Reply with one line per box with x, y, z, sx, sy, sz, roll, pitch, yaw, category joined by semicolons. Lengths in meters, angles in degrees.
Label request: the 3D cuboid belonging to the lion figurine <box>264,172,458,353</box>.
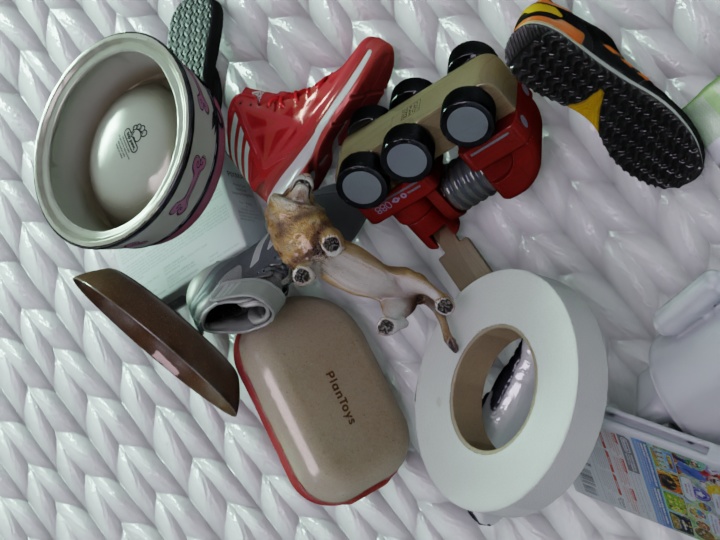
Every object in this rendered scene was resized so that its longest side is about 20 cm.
0.000;0.000;1.189;0.199;0.123;0.073;37;98;-9;lion figurine

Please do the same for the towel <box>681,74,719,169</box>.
0.367;-0.097;1.092;0.149;0.031;0.201;-43;78;25;towel

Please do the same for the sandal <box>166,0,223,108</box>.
-0.159;-0.166;1.322;0.075;0.048;0.203;0;73;35;sandal

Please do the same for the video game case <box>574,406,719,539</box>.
0.251;0.171;1.121;0.199;0.018;0.144;18;149;35;video game case

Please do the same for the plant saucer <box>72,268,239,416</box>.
-0.184;0.061;1.286;0.199;0.201;0.035;36;76;18;plant saucer

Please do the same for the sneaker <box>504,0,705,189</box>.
0.212;-0.155;1.142;0.199;0.090;0.070;36;131;-10;sneaker

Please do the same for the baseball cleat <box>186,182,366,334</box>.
-0.067;-0.002;1.258;0.199;0.107;0.070;-36;120;3;baseball cleat

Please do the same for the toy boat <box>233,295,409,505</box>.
-0.050;0.127;1.304;0.131;0.130;0.202;-33;81;56;toy boat

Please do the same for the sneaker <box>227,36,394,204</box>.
-0.061;-0.156;1.276;0.115;0.078;0.201;42;113;14;sneaker

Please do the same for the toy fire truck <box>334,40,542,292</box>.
0.095;-0.065;1.201;0.175;0.129;0.200;-29;121;28;toy fire truck

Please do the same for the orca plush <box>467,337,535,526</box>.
0.120;0.122;1.229;0.071;0.104;0.202;34;128;55;orca plush

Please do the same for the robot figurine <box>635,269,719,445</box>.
0.310;0.070;1.094;0.169;0.113;0.200;39;123;-19;robot figurine

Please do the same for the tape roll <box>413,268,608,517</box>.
0.119;0.100;1.127;0.202;0.037;0.205;-26;57;49;tape roll

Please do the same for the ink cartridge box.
-0.187;-0.072;1.382;0.159;0.047;0.202;-30;67;28;ink cartridge box

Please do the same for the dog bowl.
-0.208;-0.111;1.264;0.198;0.074;0.203;-9;74;34;dog bowl
